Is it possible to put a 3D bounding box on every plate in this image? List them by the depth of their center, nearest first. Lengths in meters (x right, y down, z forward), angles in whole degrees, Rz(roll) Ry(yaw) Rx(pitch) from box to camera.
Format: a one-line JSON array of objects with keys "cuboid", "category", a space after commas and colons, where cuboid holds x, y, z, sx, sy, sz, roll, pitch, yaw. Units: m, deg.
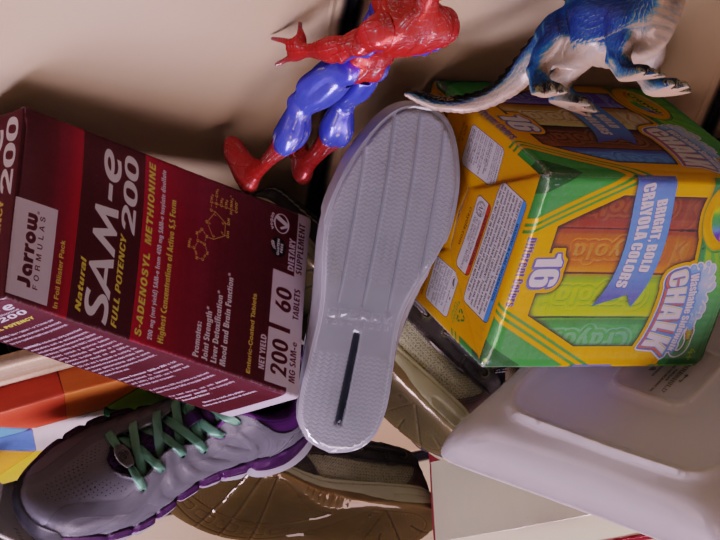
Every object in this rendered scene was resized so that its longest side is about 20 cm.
[{"cuboid": [0.177, 0.069, 1.574, 0.200, 0.200, 0.032, -42, 136, -36], "category": "plate"}]

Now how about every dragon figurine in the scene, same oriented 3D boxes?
[{"cuboid": [0.119, -0.137, 1.438, 0.200, 0.100, 0.059, -11, 164, 36], "category": "dragon figurine"}]

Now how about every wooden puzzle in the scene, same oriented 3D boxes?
[{"cuboid": [-0.175, 0.083, 1.601, 0.200, 0.037, 0.185, -10, 160, -7], "category": "wooden puzzle"}]

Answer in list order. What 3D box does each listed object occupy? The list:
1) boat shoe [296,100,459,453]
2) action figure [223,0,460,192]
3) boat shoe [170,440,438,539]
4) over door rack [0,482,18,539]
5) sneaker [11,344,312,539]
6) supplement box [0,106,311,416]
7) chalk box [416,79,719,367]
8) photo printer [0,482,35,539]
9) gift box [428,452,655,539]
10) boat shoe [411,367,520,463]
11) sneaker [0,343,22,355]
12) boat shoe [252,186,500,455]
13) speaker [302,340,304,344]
[{"cuboid": [0.000, 0.000, 1.514, 0.072, 0.062, 0.200, 15, 100, -15], "category": "boat shoe"}, {"cuboid": [-0.005, -0.106, 1.434, 0.065, 0.052, 0.200, -5, 159, -35], "category": "action figure"}, {"cuboid": [-0.045, 0.132, 1.748, 0.200, 0.065, 0.073, 15, 132, -31], "category": "boat shoe"}, {"cuboid": [-0.265, 0.190, 1.608, 0.148, 0.067, 0.200, 28, 112, -22], "category": "over door rack"}, {"cuboid": [-0.104, 0.088, 1.551, 0.200, 0.074, 0.088, -22, 154, -34], "category": "sneaker"}, {"cuboid": [-0.121, -0.002, 1.457, 0.200, 0.109, 0.061, 20, 154, -39], "category": "supplement box"}, {"cuboid": [0.137, -0.026, 1.553, 0.200, 0.124, 0.125, 0, 119, -31], "category": "chalk box"}, {"cuboid": [-0.243, 0.199, 1.776, 0.069, 0.166, 0.200, -47, 146, 14], "category": "photo printer"}, {"cuboid": [0.155, 0.089, 1.790, 0.187, 0.200, 0.185, -12, 163, 26], "category": "gift box"}, {"cuboid": [0.112, 0.082, 1.671, 0.200, 0.075, 0.073, -16, 169, 27], "category": "boat shoe"}, {"cuboid": [-0.167, 0.031, 1.599, 0.104, 0.060, 0.200, 6, 149, -45], "category": "sneaker"}, {"cuboid": [0.005, 0.021, 1.607, 0.066, 0.201, 0.072, -51, -162, -30], "category": "boat shoe"}, {"cuboid": [0.028, 0.023, 1.683, 0.200, 0.081, 0.081, -15, 155, -7], "category": "speaker"}]
